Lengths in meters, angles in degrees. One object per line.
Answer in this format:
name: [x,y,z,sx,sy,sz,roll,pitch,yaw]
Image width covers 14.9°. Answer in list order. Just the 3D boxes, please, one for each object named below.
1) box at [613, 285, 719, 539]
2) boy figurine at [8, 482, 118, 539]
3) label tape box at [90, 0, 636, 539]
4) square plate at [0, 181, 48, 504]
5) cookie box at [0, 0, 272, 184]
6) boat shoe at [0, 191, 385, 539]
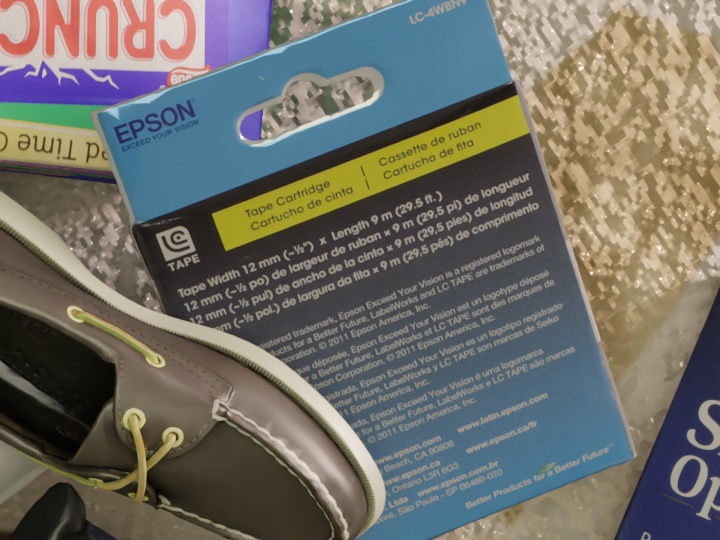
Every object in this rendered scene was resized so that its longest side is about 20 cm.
box: [0.170,0.078,1.026,0.121,0.032,0.200,22,87,17]
boy figurine: [-0.042,0.148,0.997,0.200,0.124,0.064,35,98,-29]
label tape box: [0.000,0.000,0.984,0.143,0.066,0.200,-21,113,-3]
square plate: [-0.182,0.002,0.963,0.198,0.200,0.028,50,131,1]
cookie box: [-0.116,-0.135,0.976,0.171,0.075,0.200,5,90,-37]
boat shoe: [-0.087,0.045,0.931,0.201,0.061,0.072,32,127,0]
